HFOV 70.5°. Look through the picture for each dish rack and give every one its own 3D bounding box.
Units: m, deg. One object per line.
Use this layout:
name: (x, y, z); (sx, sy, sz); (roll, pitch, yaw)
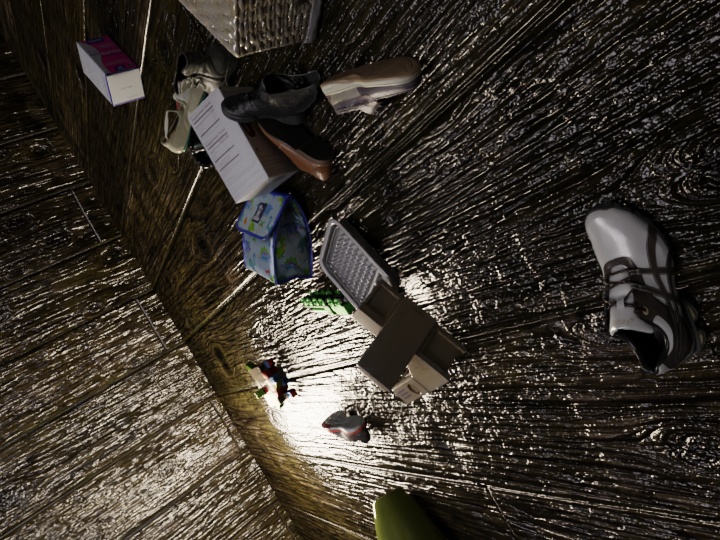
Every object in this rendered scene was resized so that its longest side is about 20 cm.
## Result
dish rack: (0.000, 0.000, 1.026); (0.200, 0.043, 0.172); (47, 148, 19)

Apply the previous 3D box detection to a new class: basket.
basket: (-0.170, -0.466, 0.760); (0.200, 0.160, 0.199); (49, 148, 19)

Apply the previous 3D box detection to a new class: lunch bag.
lunch bag: (-0.198, -0.086, 1.170); (0.170, 0.127, 0.202); (22, 118, 48)

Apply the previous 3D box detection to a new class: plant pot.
plant pot: (0.118, 0.693, 1.349); (0.201, 0.186, 0.188); (59, 152, 29)

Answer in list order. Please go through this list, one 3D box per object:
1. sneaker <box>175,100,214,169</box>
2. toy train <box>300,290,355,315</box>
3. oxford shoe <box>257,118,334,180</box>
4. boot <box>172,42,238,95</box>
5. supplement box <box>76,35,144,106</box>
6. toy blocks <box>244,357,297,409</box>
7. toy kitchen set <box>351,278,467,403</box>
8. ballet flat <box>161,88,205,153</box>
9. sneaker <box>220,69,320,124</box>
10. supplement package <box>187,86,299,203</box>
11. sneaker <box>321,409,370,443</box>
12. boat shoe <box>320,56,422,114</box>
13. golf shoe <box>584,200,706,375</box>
sneaker: (-0.399, -0.340, 1.256); (0.098, 0.070, 0.202); (-116, 13, -57)
toy train: (-0.078, 0.078, 1.211); (0.199, 0.042, 0.057); (-5, 123, 56)
oxford shoe: (-0.131, -0.239, 0.986); (0.200, 0.071, 0.072); (42, 150, 24)
boot: (-0.340, -0.400, 1.085); (0.068, 0.130, 0.200); (53, 148, 9)
supplement box: (-0.748, -0.600, 1.526); (0.200, 0.101, 0.104); (44, 146, 23)
toy blocks: (-0.298, 0.382, 1.749); (0.136, 0.100, 0.201); (-29, 93, 47)
toy kitchen set: (0.046, 0.166, 0.939); (0.200, 0.163, 0.181); (39, 147, 2)
ballet flat: (-0.408, -0.371, 1.174); (0.069, 0.069, 0.201); (30, 102, 38)
sneaker: (-0.166, -0.315, 0.913); (0.198, 0.061, 0.104); (7, 159, 7)
supplement package: (-0.239, -0.260, 1.048); (0.109, 0.114, 0.201); (-28, 94, 33)
sneaker: (-0.042, 0.458, 1.451); (0.199, 0.077, 0.082); (-10, 114, 58)
boat shoe: (0.019, -0.266, 0.752); (0.199, 0.072, 0.065); (13, 139, 47)
golf shoe: (0.303, 0.019, 0.562); (0.201, 0.094, 0.078); (59, 150, 3)
